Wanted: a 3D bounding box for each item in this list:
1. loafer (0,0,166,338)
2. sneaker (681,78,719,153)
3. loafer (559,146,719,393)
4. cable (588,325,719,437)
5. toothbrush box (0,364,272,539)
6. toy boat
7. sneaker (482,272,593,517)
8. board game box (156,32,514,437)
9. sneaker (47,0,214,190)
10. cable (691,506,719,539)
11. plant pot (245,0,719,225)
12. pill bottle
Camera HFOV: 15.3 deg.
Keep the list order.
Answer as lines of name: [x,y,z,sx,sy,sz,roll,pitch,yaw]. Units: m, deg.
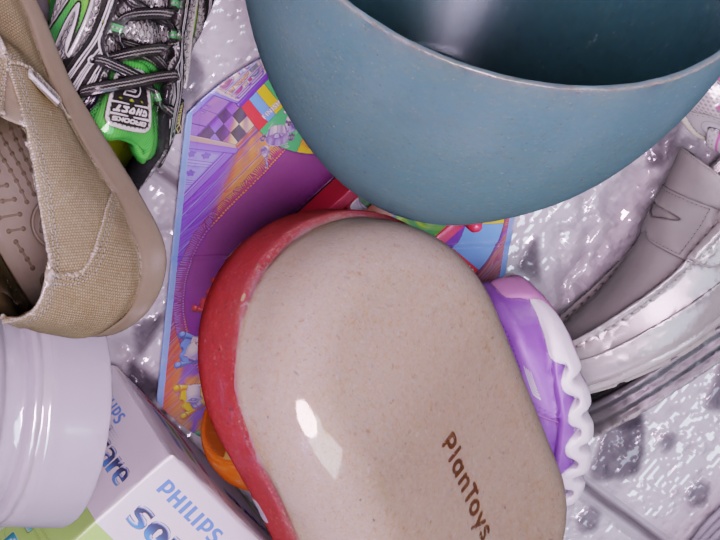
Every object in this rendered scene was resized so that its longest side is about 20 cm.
loafer: [-0.145,-0.061,0.964,0.076,0.067,0.200,-41,84,23]
sneaker: [0.182,-0.079,1.117,0.088,0.200,0.081,-47,169,33]
loafer: [0.154,-0.023,1.176,0.200,0.070,0.070,-39,110,-4]
cable: [0.187,0.024,1.194,0.200,0.097,0.050,-38,104,-4]
toothbrush box: [-0.123,0.165,1.129,0.200,0.086,0.146,-42,125,1]
toy boat: [-0.011,0.068,1.066,0.131,0.130,0.200,-48,130,-34]
sneaker: [0.042,0.095,1.165,0.088,0.081,0.201,-5,123,-20]
board game box: [0.000,0.000,1.129,0.158,0.039,0.201,-3,116,-23]
sneaker: [-0.086,-0.087,1.022,0.078,0.085,0.200,13,108,-29]
cable: [0.224,0.190,1.308,0.200,0.069,0.200,-35,124,-3]
plant pot: [0.041,-0.096,1.029,0.200,0.200,0.135,-5,142,-22]
pill bottle: [-0.203,0.047,1.018,0.200,0.114,0.115,6,112,-26]
